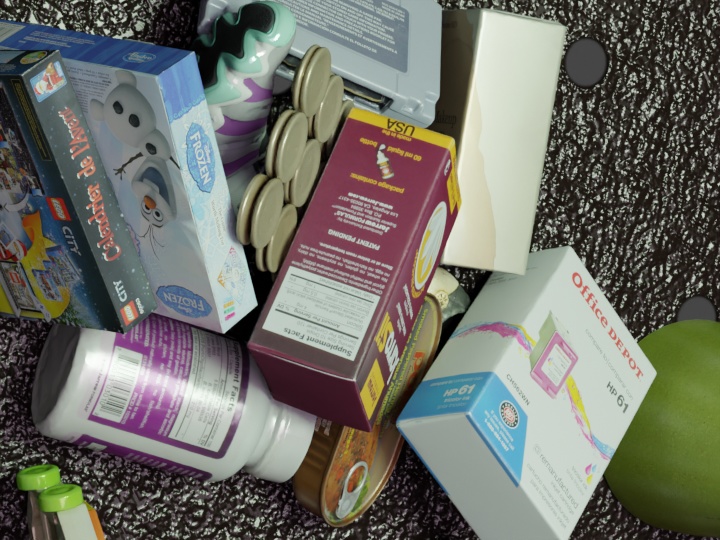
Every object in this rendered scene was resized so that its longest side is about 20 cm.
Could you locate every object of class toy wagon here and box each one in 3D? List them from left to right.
[{"bbox_3d":[-0.205,0.230,1.340,0.039,0.200,0.157,-12,101,-22],"label":"toy wagon"}]

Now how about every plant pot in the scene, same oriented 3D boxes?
[{"bbox_3d":[0.326,0.149,1.541,0.186,0.200,0.189,-3,98,-21],"label":"plant pot"}]

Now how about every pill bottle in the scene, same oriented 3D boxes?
[{"bbox_3d":[-0.138,0.095,1.399,0.199,0.112,0.113,19,89,-23],"label":"pill bottle"}]

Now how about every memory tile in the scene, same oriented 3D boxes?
[{"bbox_3d":[-0.040,-0.064,1.338,0.017,0.200,0.154,16,78,14],"label":"memory tile"}]

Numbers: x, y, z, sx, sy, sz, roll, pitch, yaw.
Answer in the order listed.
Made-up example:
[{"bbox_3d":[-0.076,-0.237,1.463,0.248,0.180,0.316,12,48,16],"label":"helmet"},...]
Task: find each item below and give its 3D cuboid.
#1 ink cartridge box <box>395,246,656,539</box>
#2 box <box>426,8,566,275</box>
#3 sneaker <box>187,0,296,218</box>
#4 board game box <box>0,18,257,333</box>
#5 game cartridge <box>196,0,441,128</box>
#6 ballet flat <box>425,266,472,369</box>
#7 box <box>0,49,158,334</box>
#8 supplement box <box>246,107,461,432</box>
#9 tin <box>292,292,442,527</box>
[{"bbox_3d":[0.136,0.100,1.478,0.145,0.084,0.200,53,48,-21],"label":"ink cartridge box"},{"bbox_3d":[0.097,-0.103,1.478,0.077,0.095,0.202,8,92,-22],"label":"box"},{"bbox_3d":[-0.079,-0.100,1.353,0.139,0.078,0.200,29,125,-31],"label":"sneaker"},{"bbox_3d":[-0.177,-0.068,1.290,0.043,0.199,0.200,-40,131,-39],"label":"board game box"},{"bbox_3d":[-0.028,-0.196,1.410,0.199,0.041,0.134,22,54,-23],"label":"game cartridge"},{"bbox_3d":[0.089,0.087,1.517,0.066,0.057,0.201,-25,105,-18],"label":"ballet flat"},{"bbox_3d":[-0.230,-0.055,1.285,0.038,0.136,0.201,-42,125,-40],"label":"box"},{"bbox_3d":[0.000,0.000,1.352,0.085,0.111,0.201,17,70,14],"label":"supplement box"},{"bbox_3d":[0.005,0.104,1.457,0.112,0.042,0.201,2,111,-56],"label":"tin"}]
